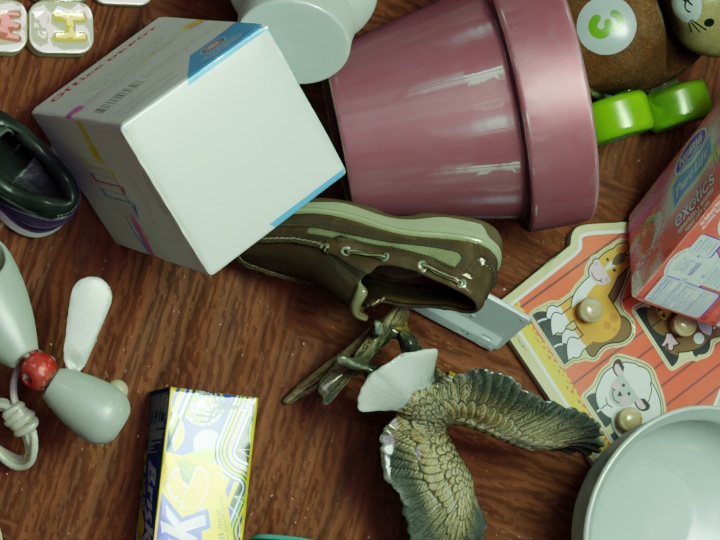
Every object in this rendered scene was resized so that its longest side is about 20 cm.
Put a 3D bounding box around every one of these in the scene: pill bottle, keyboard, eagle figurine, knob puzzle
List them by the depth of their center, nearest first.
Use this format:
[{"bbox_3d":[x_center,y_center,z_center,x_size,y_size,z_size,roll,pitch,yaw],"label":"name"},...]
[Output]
[{"bbox_3d":[-0.038,-0.235,1.550,0.111,0.111,0.200,20,48,-15],"label":"pill bottle"},{"bbox_3d":[0.069,0.116,1.577,0.200,0.152,0.151,48,52,-2],"label":"eagle figurine"},{"bbox_3d":[0.034,0.004,1.615,0.200,0.056,0.011,28,48,-13],"label":"keyboard"},{"bbox_3d":[0.228,0.047,1.684,0.219,0.030,0.220,2,82,-18],"label":"knob puzzle"}]

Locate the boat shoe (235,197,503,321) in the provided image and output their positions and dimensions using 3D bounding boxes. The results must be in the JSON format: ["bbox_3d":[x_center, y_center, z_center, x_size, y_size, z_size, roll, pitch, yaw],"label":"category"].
[{"bbox_3d":[-0.001,-0.004,1.537,0.202,0.075,0.075,2,56,15],"label":"boat shoe"}]

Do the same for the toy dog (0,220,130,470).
[{"bbox_3d":[-0.237,0.032,1.505,0.200,0.132,0.096,58,40,-12],"label":"toy dog"}]

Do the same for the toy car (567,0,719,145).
[{"bbox_3d":[0.256,-0.205,1.618,0.158,0.200,0.165,-14,87,-44],"label":"toy car"}]

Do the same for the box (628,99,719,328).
[{"bbox_3d":[0.295,-0.056,1.610,0.102,0.200,0.095,17,46,-16],"label":"box"}]

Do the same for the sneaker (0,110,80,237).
[{"bbox_3d":[-0.281,-0.105,1.508,0.200,0.088,0.076,35,75,-10],"label":"sneaker"}]

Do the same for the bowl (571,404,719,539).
[{"bbox_3d":[0.237,0.198,1.628,0.201,0.090,0.202,-2,94,-25],"label":"bowl"}]

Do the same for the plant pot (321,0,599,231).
[{"bbox_3d":[0.068,-0.117,1.580,0.179,0.200,0.200,-12,87,-3],"label":"plant pot"}]

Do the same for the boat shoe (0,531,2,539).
[{"bbox_3d":[-0.309,0.126,1.481,0.074,0.069,0.200,-34,93,-17],"label":"boat shoe"}]

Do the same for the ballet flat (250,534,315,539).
[{"bbox_3d":[0.009,0.233,1.542,0.200,0.071,0.065,3,72,10],"label":"ballet flat"}]

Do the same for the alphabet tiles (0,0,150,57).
[{"bbox_3d":[-0.250,-0.259,1.576,0.195,0.015,0.200,1,83,-18],"label":"alphabet tiles"}]

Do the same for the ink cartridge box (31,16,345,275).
[{"bbox_3d":[-0.129,-0.094,1.510,0.128,0.200,0.125,-38,113,-18],"label":"ink cartridge box"}]

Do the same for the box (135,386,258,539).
[{"bbox_3d":[-0.124,0.188,1.537,0.070,0.064,0.200,8,82,-16],"label":"box"}]
